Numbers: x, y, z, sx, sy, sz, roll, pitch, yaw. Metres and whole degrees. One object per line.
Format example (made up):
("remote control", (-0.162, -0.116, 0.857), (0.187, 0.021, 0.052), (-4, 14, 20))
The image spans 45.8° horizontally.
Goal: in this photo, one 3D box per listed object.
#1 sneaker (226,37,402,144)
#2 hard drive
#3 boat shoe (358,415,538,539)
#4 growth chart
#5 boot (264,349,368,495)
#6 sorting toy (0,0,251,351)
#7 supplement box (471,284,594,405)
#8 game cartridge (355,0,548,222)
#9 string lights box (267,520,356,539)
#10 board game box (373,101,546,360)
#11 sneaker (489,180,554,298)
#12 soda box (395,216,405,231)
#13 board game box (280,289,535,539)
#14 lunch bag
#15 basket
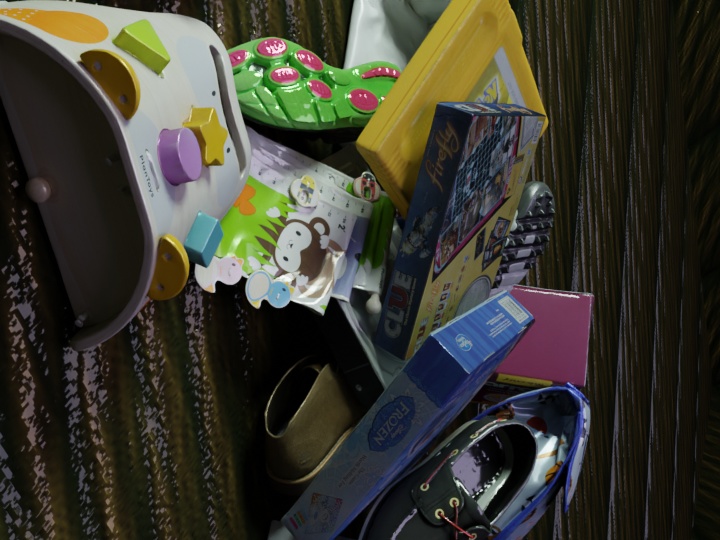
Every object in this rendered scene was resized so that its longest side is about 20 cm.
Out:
("sneaker", (-0.041, -0.136, 0.708), (0.197, 0.083, 0.079), (1, 70, -43))
("hard drive", (0.000, 0.000, 0.751), (0.203, 0.037, 0.139), (61, 36, -6))
("boat shoe", (0.069, 0.188, 0.678), (0.200, 0.063, 0.075), (-39, 100, -34))
("growth chart", (-0.053, -0.037, 0.667), (0.196, 0.018, 0.148), (18, 67, -30))
("boot", (-0.020, 0.095, 0.740), (0.201, 0.072, 0.077), (-53, 142, -44))
("sorting toy", (-0.126, -0.083, 0.542), (0.180, 0.104, 0.205), (-50, 132, -58))
("supplement box", (0.183, 0.094, 0.983), (0.201, 0.127, 0.106), (79, 20, -71))
("game cartridge", (0.087, -0.118, 0.721), (0.178, 0.032, 0.200), (-56, 148, -9))
("string lights box", (0.006, 0.275, 0.760), (0.200, 0.101, 0.060), (39, 60, -54))
("board game box", (0.084, -0.036, 0.711), (0.134, 0.034, 0.205), (-13, 123, -54))
("sneaker", (0.117, -0.010, 0.830), (0.065, 0.091, 0.203), (-8, 132, -39))
("soda box", (0.105, -0.033, 0.980), (0.199, 0.063, 0.070), (-13, 100, -59))
("board game box", (0.047, 0.117, 0.695), (0.200, 0.043, 0.199), (-53, 165, 22))
("lunch bag", (0.148, 0.194, 0.832), (0.200, 0.124, 0.170), (-45, 161, 4))
("basket", (0.069, -0.200, 0.846), (0.123, 0.133, 0.205), (28, 67, -59))
